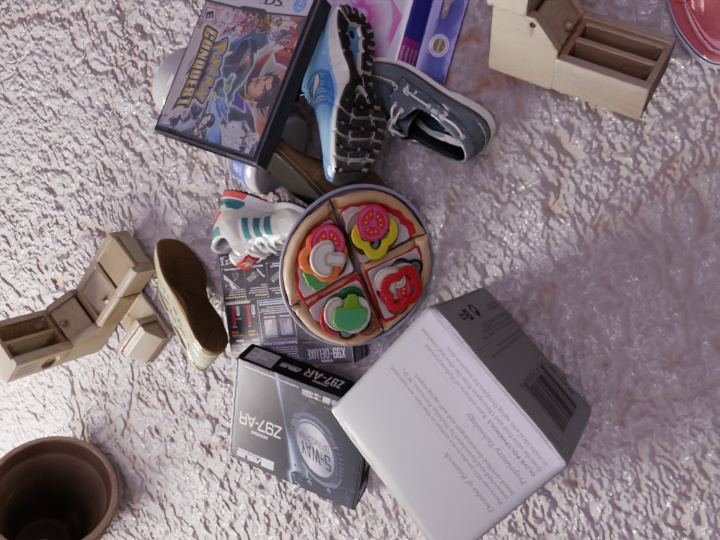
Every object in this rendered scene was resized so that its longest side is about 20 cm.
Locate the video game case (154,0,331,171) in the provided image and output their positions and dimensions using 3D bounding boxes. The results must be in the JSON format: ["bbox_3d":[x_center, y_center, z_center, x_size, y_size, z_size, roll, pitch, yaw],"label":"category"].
[{"bbox_3d":[-0.143,-0.236,0.803,0.177,0.025,0.205,21,87,31],"label":"video game case"}]

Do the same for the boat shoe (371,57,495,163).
[{"bbox_3d":[0.061,-0.188,0.804,0.197,0.074,0.062,29,61,18],"label":"boat shoe"}]

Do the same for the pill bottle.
[{"bbox_3d":[-0.174,-0.201,0.899,0.198,0.113,0.116,37,109,18],"label":"pill bottle"}]

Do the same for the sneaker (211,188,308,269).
[{"bbox_3d":[-0.116,-0.040,0.870,0.196,0.070,0.096,17,81,35],"label":"sneaker"}]

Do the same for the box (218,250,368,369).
[{"bbox_3d":[-0.092,0.045,0.920,0.195,0.049,0.163,-7,92,26],"label":"box"}]

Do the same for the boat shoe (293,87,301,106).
[{"bbox_3d":[-0.113,-0.309,0.869,0.066,0.073,0.204,-36,66,33],"label":"boat shoe"}]

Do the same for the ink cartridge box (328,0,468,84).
[{"bbox_3d":[0.037,-0.352,0.826,0.196,0.043,0.202,21,103,23],"label":"ink cartridge box"}]

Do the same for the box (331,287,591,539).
[{"bbox_3d":[0.117,0.154,0.750,0.201,0.198,0.172,48,112,15],"label":"box"}]

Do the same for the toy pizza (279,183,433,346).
[{"bbox_3d":[0.000,0.000,0.815,0.194,0.032,0.206,-6,111,-16],"label":"toy pizza"}]

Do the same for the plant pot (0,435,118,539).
[{"bbox_3d":[-0.498,0.400,1.084,0.199,0.199,0.177,39,126,16],"label":"plant pot"}]

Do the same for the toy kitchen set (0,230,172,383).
[{"bbox_3d":[-0.400,0.080,0.996,0.164,0.179,0.201,48,116,12],"label":"toy kitchen set"}]

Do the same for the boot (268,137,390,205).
[{"bbox_3d":[-0.040,-0.113,0.833,0.198,0.073,0.077,37,79,-20],"label":"boot"}]

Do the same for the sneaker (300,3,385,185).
[{"bbox_3d":[-0.027,-0.198,0.803,0.089,0.077,0.207,-9,78,47],"label":"sneaker"}]

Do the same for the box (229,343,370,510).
[{"bbox_3d":[-0.077,0.205,0.901,0.195,0.044,0.165,18,116,16],"label":"box"}]

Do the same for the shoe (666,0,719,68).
[{"bbox_3d":[0.328,-0.300,0.664,0.070,0.091,0.206,-18,87,25],"label":"shoe"}]

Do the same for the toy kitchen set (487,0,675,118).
[{"bbox_3d":[0.241,-0.306,0.672,0.177,0.202,0.165,26,63,22],"label":"toy kitchen set"}]

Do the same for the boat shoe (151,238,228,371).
[{"bbox_3d":[-0.253,0.045,0.974,0.063,0.072,0.203,-47,57,36],"label":"boat shoe"}]
